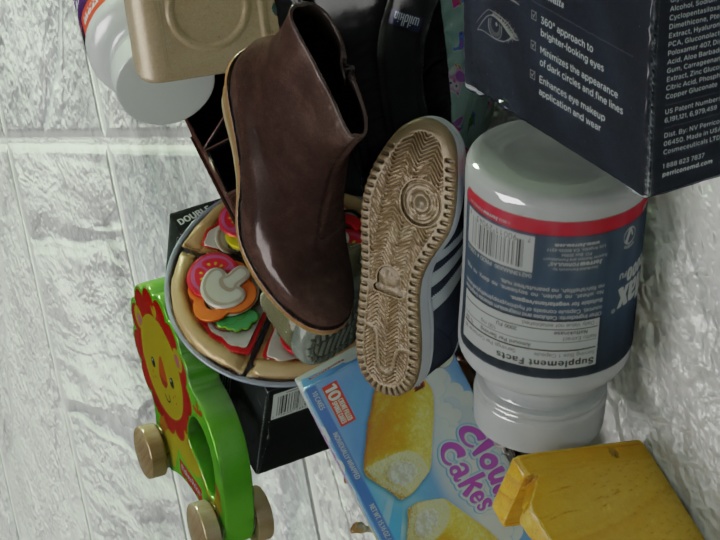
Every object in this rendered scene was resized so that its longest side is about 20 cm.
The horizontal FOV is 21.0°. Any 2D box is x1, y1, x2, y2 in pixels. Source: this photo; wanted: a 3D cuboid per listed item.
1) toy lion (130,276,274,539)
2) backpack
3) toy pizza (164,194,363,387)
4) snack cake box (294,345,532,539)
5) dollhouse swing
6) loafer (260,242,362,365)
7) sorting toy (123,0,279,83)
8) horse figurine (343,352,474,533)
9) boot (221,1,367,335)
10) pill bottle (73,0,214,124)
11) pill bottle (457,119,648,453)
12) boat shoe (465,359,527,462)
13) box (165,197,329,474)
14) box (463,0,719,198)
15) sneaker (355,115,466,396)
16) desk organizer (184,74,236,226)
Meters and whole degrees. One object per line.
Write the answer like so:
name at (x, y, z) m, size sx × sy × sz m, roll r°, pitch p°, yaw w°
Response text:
toy lion at (-0.141, 0.109, 1.613) m, size 0.200 × 0.068 × 0.193 m, roll 46°, pitch 145°, yaw 51°
backpack at (0.022, -0.154, 1.363) m, size 0.166 × 0.126 × 0.201 m, roll -3°, pitch 106°, yaw 33°
toy pizza at (-0.059, 0.003, 1.558) m, size 0.201 × 0.199 × 0.032 m, roll 59°, pitch 165°, yaw 31°
snack cake box at (0.047, 0.145, 1.451) m, size 0.201 × 0.115 × 0.067 m, roll 63°, pitch 175°, yaw -7°
dollhouse swing at (0.157, 0.247, 1.295) m, size 0.176 × 0.181 × 0.201 m, roll -52°, pitch 55°, yaw 36°
loafer at (0.000, 0.000, 1.440) m, size 0.070 × 0.200 × 0.076 m, roll 35°, pitch 126°, yaw 21°
sorting toy at (-0.089, -0.250, 1.504) m, size 0.036 × 0.199 × 0.186 m, roll -111°, pitch 13°, yaw -73°
horse figurine at (0.053, 0.125, 1.508) m, size 0.050 × 0.132 × 0.202 m, roll -178°, pitch 88°, yaw -76°
boot at (-0.035, -0.063, 1.290) m, size 0.201 × 0.072 × 0.166 m, roll 69°, pitch 157°, yaw 4°
pill bottle at (-0.180, -0.214, 1.624) m, size 0.201 × 0.111 × 0.112 m, roll -111°, pitch 22°, yaw -46°
pill bottle at (0.123, 0.013, 1.275) m, size 0.120 × 0.119 × 0.201 m, roll 44°, pitch 141°, yaw 48°
boat shoe at (0.101, 0.084, 1.406) m, size 0.067 × 0.057 × 0.201 m, roll 110°, pitch 146°, yaw -60°
box at (-0.062, 0.040, 1.639) m, size 0.200 × 0.148 × 0.125 m, roll 59°, pitch 154°, yaw 32°
box at (0.154, -0.177, 1.106) m, size 0.197 × 0.117 × 0.201 m, roll 40°, pitch 139°, yaw 51°
sneaker at (0.055, -0.020, 1.334) m, size 0.070 × 0.108 × 0.201 m, roll 24°, pitch 119°, yaw 29°
desk organizer at (-0.093, -0.099, 1.568) m, size 0.200 × 0.071 × 0.077 m, roll 60°, pitch 176°, yaw 50°
